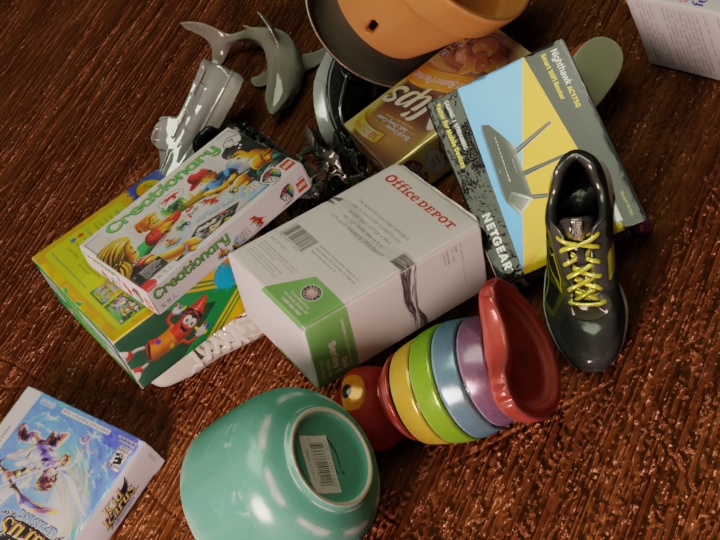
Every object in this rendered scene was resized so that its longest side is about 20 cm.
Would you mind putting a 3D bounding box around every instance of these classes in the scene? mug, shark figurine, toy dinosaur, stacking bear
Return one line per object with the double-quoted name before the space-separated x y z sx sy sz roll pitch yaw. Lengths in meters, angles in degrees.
"mug" -0.047 0.186 1.045 0.114 0.185 0.152 -36 19 39
"shark figurine" -0.126 -0.289 1.549 0.128 0.090 0.214 -42 46 -9
"toy dinosaur" -0.056 -0.078 1.300 0.136 0.200 0.102 -49 9 16
"stacking bear" 0.063 0.103 1.087 0.200 0.114 0.122 -22 59 29

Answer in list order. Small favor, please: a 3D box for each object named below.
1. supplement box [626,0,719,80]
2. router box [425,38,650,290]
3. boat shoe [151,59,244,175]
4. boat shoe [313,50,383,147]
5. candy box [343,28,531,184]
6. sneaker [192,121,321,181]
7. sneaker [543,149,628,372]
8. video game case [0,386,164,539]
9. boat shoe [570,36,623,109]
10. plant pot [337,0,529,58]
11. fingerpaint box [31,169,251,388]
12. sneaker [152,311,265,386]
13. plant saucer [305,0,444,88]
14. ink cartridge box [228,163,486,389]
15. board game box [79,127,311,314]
"supplement box" 0.374 -0.248 1.199 0.200 0.103 0.101 24 70 44
"router box" 0.167 -0.099 1.179 0.149 0.051 0.201 -25 71 10
"boat shoe" -0.211 -0.162 1.474 0.200 0.068 0.072 -62 6 -9
"boat shoe" -0.003 -0.224 1.434 0.068 0.072 0.200 -9 43 25
"candy box" 0.093 -0.176 1.339 0.200 0.055 0.115 -37 42 -3
"sneaker" -0.115 -0.116 1.385 0.200 0.098 0.071 20 64 38
"sneaker" 0.188 -0.012 1.081 0.074 0.085 0.201 -8 80 16
"video game case" -0.324 0.227 1.261 0.200 0.045 0.182 16 64 39
"boat shoe" 0.191 -0.152 1.257 0.200 0.071 0.063 -52 6 -4
"plant pot" 0.065 -0.321 1.326 0.140 0.200 0.201 -30 37 45
"fingerpaint box" -0.212 0.003 1.255 0.167 0.073 0.200 -38 43 -16
"sneaker" -0.138 0.051 1.269 0.200 0.073 0.085 -42 34 -8
"plant saucer" 0.028 -0.292 1.417 0.201 0.200 0.032 -63 8 -26
"ink cartridge box" 0.000 0.000 1.171 0.200 0.085 0.146 -29 42 -19
"board game box" -0.160 -0.053 1.206 0.200 0.035 0.126 -42 44 -21
